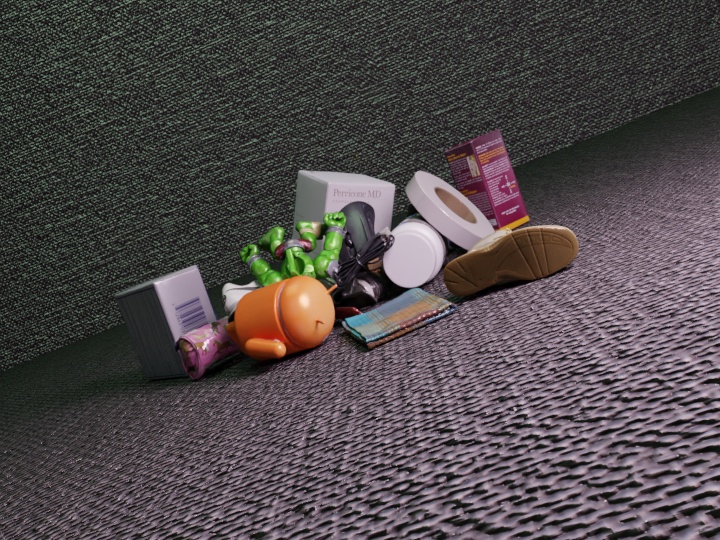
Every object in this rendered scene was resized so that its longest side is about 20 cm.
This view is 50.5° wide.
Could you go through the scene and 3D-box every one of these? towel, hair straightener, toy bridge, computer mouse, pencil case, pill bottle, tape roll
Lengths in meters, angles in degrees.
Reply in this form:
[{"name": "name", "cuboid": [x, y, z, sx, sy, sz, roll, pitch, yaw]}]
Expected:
[{"name": "towel", "cuboid": [0.053, 0.068, 1.141, 0.144, 0.022, 0.200, -24, 7, -8]}, {"name": "hair straightener", "cuboid": [-0.020, 0.055, 1.334, 0.078, 0.041, 0.199, -58, 14, -18]}, {"name": "toy bridge", "cuboid": [0.047, -0.026, 1.468, 0.027, 0.069, 0.199, -20, -11, 16]}, {"name": "computer mouse", "cuboid": [-0.012, -0.070, 1.368, 0.138, 0.053, 0.202, -40, 28, 18]}, {"name": "pencil case", "cuboid": [-0.239, 0.121, 1.395, 0.085, 0.085, 0.198, 12, 29, 43]}, {"name": "pill bottle", "cuboid": [0.102, -0.037, 1.405, 0.111, 0.117, 0.200, -19, 6, 14]}, {"name": "tape roll", "cuboid": [0.172, -0.113, 1.458, 0.037, 0.202, 0.203, -52, -6, 22]}]

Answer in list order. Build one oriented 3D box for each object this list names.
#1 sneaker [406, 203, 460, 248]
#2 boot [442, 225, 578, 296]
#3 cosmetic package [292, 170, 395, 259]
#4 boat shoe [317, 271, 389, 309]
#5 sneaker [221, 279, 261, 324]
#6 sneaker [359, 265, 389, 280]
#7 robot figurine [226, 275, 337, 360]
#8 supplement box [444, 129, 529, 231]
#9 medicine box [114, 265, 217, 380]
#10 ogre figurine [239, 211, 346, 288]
[{"name": "sneaker", "cuboid": [0.162, -0.111, 1.565, 0.197, 0.091, 0.076, 19, -42, -41]}, {"name": "boot", "cuboid": [0.230, -0.028, 1.127, 0.196, 0.074, 0.154, -19, 5, 25]}, {"name": "cosmetic package", "cuboid": [-0.042, -0.099, 1.637, 0.163, 0.206, 0.166, -1, 15, -28]}, {"name": "boat shoe", "cuboid": [-0.024, 0.034, 1.428, 0.060, 0.076, 0.198, -25, 10, -35]}, {"name": "sneaker", "cuboid": [-0.160, 0.054, 1.372, 0.197, 0.089, 0.075, 10, -53, -41]}, {"name": "sneaker", "cuboid": [0.000, 0.000, 1.500, 0.088, 0.077, 0.199, -25, -21, 18]}, {"name": "robot figurine", "cuboid": [-0.123, 0.078, 1.220, 0.196, 0.120, 0.143, -18, -8, 33]}, {"name": "supplement box", "cuboid": [0.269, -0.182, 1.630, 0.084, 0.205, 0.110, -22, 6, -25]}, {"name": "medicine box", "cuboid": [-0.372, 0.106, 1.494, 0.102, 0.187, 0.198, -25, 8, -39]}, {"name": "ogre figurine", "cuboid": [-0.114, -0.022, 1.330, 0.194, 0.122, 0.099, -7, -36, -7]}]
